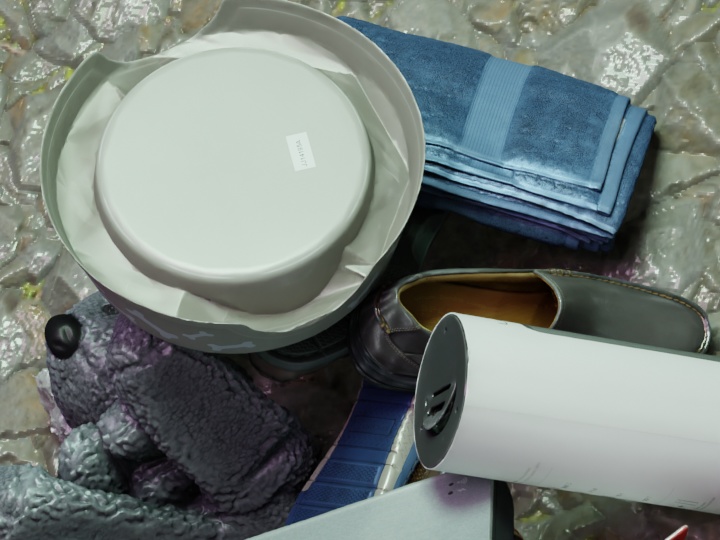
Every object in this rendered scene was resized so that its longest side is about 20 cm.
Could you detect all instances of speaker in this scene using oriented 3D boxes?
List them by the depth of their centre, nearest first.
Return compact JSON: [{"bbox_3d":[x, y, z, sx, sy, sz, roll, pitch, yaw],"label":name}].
[{"bbox_3d":[0.129,0.075,1.359,0.199,0.081,0.082,9,64,-16],"label":"speaker"}]

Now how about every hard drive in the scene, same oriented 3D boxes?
[{"bbox_3d":[-0.021,0.171,1.344,0.199,0.033,0.140,-20,26,14],"label":"hard drive"}]

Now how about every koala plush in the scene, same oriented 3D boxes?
[{"bbox_3d":[-0.121,0.080,1.532,0.178,0.183,0.200,-50,33,12],"label":"koala plush"}]

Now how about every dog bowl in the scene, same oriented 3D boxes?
[{"bbox_3d":[-0.065,-0.046,1.408,0.199,0.059,0.201,0,61,1],"label":"dog bowl"}]

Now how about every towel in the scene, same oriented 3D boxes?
[{"bbox_3d":[0.060,-0.081,1.501,0.199,0.049,0.112,16,48,8],"label":"towel"}]

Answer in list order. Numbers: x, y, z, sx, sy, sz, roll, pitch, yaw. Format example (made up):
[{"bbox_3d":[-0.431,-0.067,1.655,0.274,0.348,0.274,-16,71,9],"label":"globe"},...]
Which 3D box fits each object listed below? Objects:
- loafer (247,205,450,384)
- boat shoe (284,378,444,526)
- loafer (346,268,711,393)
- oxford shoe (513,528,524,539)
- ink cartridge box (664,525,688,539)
[{"bbox_3d":[0.000,0.000,1.502,0.072,0.063,0.200,32,53,9],"label":"loafer"},{"bbox_3d":[0.023,0.116,1.462,0.072,0.072,0.201,9,68,55],"label":"boat shoe"},{"bbox_3d":[0.096,0.033,1.420,0.199,0.072,0.073,-2,72,-14],"label":"loafer"},{"bbox_3d":[0.013,0.208,1.387,0.071,0.073,0.200,40,89,-7],"label":"oxford shoe"},{"bbox_3d":[0.086,0.207,1.310,0.200,0.176,0.045,-36,80,-5],"label":"ink cartridge box"}]
